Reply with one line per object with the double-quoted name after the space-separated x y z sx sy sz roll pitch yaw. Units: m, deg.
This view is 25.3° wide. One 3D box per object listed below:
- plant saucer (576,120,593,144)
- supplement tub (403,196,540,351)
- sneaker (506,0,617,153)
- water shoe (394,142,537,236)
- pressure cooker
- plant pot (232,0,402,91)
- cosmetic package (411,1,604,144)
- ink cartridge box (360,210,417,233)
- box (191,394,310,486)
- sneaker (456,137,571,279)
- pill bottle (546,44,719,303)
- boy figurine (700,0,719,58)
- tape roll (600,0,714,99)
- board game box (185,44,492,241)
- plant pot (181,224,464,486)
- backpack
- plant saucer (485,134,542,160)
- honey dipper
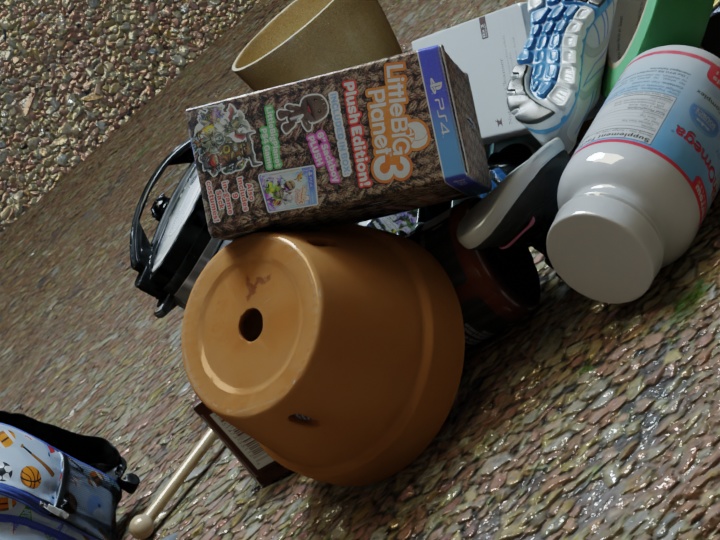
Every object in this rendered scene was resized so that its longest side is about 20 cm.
0.276 -0.165 1.413 0.199 0.032 0.201 -35 18 13 "plant saucer"
0.041 0.030 1.306 0.199 0.107 0.107 -31 20 27 "supplement tub"
0.179 -0.185 1.364 0.074 0.087 0.202 9 63 30 "sneaker"
0.101 -0.068 1.461 0.071 0.079 0.201 -20 27 45 "water shoe"
-0.126 -0.031 1.580 0.179 0.199 0.177 -52 16 33 "pressure cooker"
-0.015 -0.216 1.853 0.186 0.200 0.187 -36 19 14 "plant pot"
0.133 -0.179 1.481 0.080 0.114 0.199 -10 0 -29 "cosmetic package"
0.071 -0.097 1.627 0.200 0.050 0.109 -44 14 -11 "ink cartridge box"
-0.071 0.083 1.417 0.075 0.100 0.201 -30 20 28 "box"
0.143 -0.033 1.234 0.071 0.100 0.200 -38 0 29 "sneaker"
0.212 -0.072 1.195 0.108 0.109 0.201 -21 27 46 "pill bottle"
0.309 -0.232 1.356 0.124 0.064 0.201 -41 19 18 "boy figurine"
0.248 -0.235 1.326 0.200 0.048 0.203 -167 90 -86 "tape roll"
-0.011 -0.090 1.223 0.197 0.098 0.159 -13 -4 11 "board game box"
-0.041 0.055 1.206 0.198 0.139 0.203 -11 72 36 "plant pot"
-0.337 0.227 1.473 0.199 0.190 0.155 -31 35 25 "backpack"
0.200 -0.171 1.592 0.199 0.027 0.201 -36 19 14 "plant saucer"
-0.148 0.168 1.487 0.038 0.038 0.201 -12 37 56 "honey dipper"
